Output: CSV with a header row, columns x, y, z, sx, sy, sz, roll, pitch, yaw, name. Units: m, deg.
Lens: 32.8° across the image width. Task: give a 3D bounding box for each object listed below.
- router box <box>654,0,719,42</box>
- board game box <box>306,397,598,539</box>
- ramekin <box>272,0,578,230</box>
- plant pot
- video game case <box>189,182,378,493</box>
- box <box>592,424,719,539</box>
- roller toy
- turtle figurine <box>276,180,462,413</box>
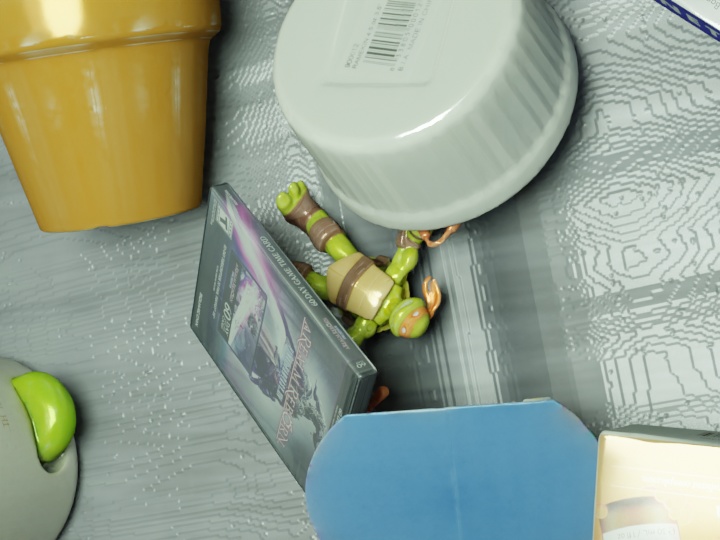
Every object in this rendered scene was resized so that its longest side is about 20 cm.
x,y,z,sx,sy,sz,roll,pitch,yaw,name
0.298,-0.212,0.773,0.200,0.049,0.180,40,102,21,router box
0.065,0.141,0.818,0.199,0.039,0.159,-5,124,6,board game box
0.038,-0.137,0.825,0.199,0.098,0.202,-11,63,22,ramekin
-0.196,-0.130,0.922,0.199,0.200,0.184,-3,101,24,plant pot
-0.061,0.054,0.865,0.200,0.019,0.143,51,142,34,video game case
0.224,0.202,0.745,0.151,0.106,0.201,2,87,24,box
-0.336,0.163,0.979,0.182,0.140,0.201,17,94,24,roller toy
0.000,0.000,0.883,0.161,0.064,0.201,34,99,28,turtle figurine
